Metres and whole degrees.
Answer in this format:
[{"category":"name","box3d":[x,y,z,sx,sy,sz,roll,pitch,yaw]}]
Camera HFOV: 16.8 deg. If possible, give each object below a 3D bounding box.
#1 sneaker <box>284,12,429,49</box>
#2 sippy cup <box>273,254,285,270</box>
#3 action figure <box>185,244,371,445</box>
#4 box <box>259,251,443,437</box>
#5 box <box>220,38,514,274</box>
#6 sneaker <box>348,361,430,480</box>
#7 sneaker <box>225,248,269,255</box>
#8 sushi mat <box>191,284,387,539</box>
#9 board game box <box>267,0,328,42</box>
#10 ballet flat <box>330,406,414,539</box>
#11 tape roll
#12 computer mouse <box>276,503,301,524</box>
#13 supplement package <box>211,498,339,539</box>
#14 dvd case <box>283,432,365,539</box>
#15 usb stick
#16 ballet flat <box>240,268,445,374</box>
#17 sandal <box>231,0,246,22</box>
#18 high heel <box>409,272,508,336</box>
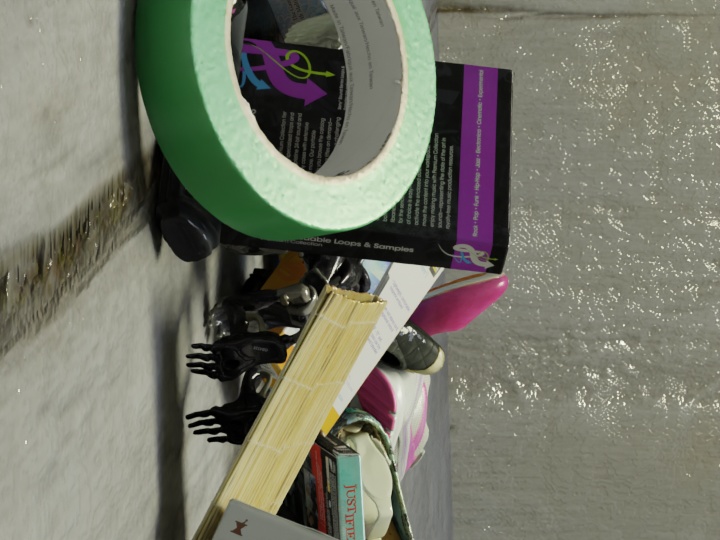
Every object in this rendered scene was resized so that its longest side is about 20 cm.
[{"category":"sneaker","box3d":[0.012,-0.132,1.653,0.200,0.069,0.100,-36,114,-68]},{"category":"sippy cup","box3d":[-0.010,-0.029,1.834,0.177,0.139,0.131,1,101,-49]},{"category":"action figure","box3d":[-0.054,0.008,1.508,0.200,0.101,0.119,-62,152,-45]},{"category":"box","box3d":[0.000,0.000,1.648,0.200,0.041,0.119,-56,147,-18]},{"category":"box","box3d":[-0.007,-0.072,1.484,0.036,0.199,0.144,102,-6,-52]},{"category":"sneaker","box3d":[0.008,0.141,1.855,0.088,0.081,0.201,-28,149,-47]},{"category":"sneaker","box3d":[-0.056,-0.098,1.635,0.202,0.067,0.109,-72,163,-64]},{"category":"sushi mat","box3d":[-0.048,0.101,1.429,0.201,0.012,0.096,-62,161,4]},{"category":"board game box","box3d":[-0.028,-0.211,1.788,0.200,0.043,0.200,-78,149,-63]},{"category":"ballet flat","box3d":[0.009,0.194,1.738,0.074,0.074,0.201,46,26,-81]},{"category":"tape roll","box3d":[-0.039,-0.119,1.382,0.200,0.048,0.202,11,75,-46]},{"category":"computer mouse","box3d":[-0.055,0.245,1.677,0.139,0.052,0.201,-65,153,-74]},{"category":"supplement package","box3d":[-0.035,0.238,1.433,0.200,0.116,0.118,76,37,-62]},{"category":"dvd case","box3d":[-0.031,0.180,1.716,0.200,0.022,0.147,-159,-115,-72]},{"category":"usb stick","box3d":[-0.093,-0.097,1.437,0.056,0.032,0.201,64,24,-49]},{"category":"ballet flat","box3d":[-0.015,0.047,1.737,0.199,0.066,0.057,21,80,-43]},{"category":"sandal","box3d":[-0.090,-0.193,1.422,0.076,0.048,0.201,82,9,-54]},{"category":"high heel","box3d":[0.042,0.074,1.894,0.096,0.199,0.067,64,18,2]}]
